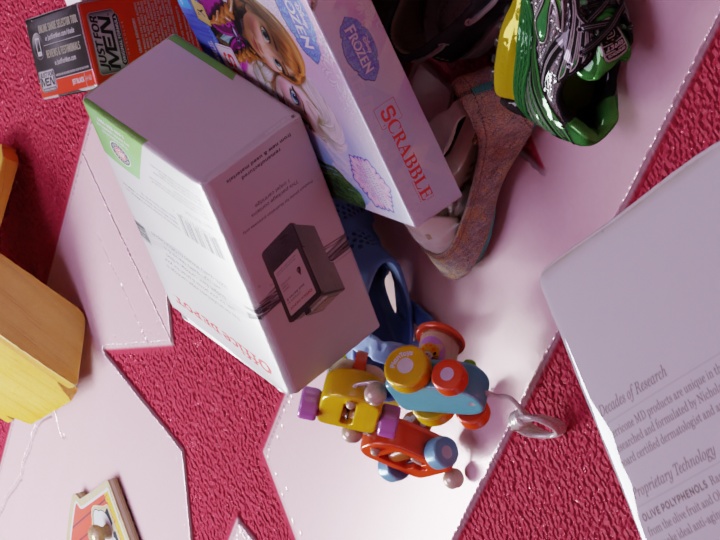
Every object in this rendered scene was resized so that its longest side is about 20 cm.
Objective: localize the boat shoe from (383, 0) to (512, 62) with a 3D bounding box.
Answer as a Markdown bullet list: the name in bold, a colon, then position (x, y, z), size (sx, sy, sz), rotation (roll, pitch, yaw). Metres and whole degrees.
- **boat shoe**: position (0.070, -0.192, 1.631), size (0.074, 0.060, 0.200), rotation (67, 151, 16)

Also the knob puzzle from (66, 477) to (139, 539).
- **knob puzzle**: position (-0.242, 0.304, 2.480), size (0.220, 0.030, 0.220), rotation (37, 134, 50)

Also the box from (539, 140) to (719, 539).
- **box**: position (0.236, 0.025, 1.284), size (0.200, 0.199, 0.171), rotation (-41, 66, 58)

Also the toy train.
- **toy train**: position (0.046, 0.088, 1.779), size (0.200, 0.150, 0.056), rotation (-25, 47, 55)

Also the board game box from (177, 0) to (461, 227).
- **board game box**: position (-0.040, -0.135, 1.666), size (0.199, 0.041, 0.200), rotation (21, 143, 57)

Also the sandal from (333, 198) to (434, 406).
- **sandal**: position (0.000, 0.000, 1.848), size (0.087, 0.079, 0.200), rotation (-24, 90, 58)

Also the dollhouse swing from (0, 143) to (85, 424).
- **dollhouse swing**: position (-0.322, 0.014, 2.485), size (0.182, 0.176, 0.200), rotation (35, 154, -13)

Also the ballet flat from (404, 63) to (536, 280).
- **ballet flat**: position (0.057, -0.061, 1.712), size (0.068, 0.067, 0.200), rotation (58, 148, 30)

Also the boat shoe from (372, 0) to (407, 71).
- **boat shoe**: position (-0.007, -0.169, 1.782), size (0.068, 0.072, 0.200), rotation (59, 142, 38)

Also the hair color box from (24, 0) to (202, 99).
- **hair color box**: position (-0.120, -0.171, 1.843), size (0.101, 0.200, 0.061), rotation (-4, 100, 62)

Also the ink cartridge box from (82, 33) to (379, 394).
- **ink cartridge box**: position (-0.084, -0.036, 1.748), size (0.145, 0.084, 0.200), rotation (35, 155, 42)

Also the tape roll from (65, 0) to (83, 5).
- **tape roll**: position (-0.170, -0.219, 1.999), size (0.203, 0.071, 0.203), rotation (56, 163, 27)

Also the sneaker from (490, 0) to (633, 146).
- **sneaker**: position (0.129, -0.163, 1.538), size (0.085, 0.078, 0.200), rotation (38, 144, 39)
